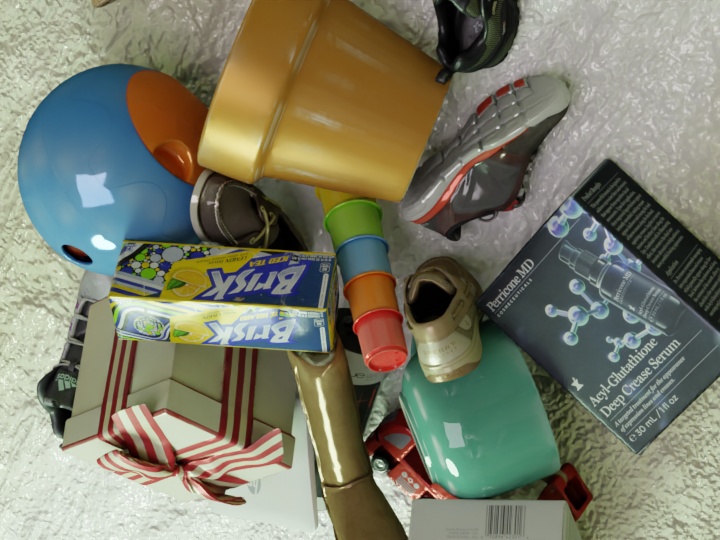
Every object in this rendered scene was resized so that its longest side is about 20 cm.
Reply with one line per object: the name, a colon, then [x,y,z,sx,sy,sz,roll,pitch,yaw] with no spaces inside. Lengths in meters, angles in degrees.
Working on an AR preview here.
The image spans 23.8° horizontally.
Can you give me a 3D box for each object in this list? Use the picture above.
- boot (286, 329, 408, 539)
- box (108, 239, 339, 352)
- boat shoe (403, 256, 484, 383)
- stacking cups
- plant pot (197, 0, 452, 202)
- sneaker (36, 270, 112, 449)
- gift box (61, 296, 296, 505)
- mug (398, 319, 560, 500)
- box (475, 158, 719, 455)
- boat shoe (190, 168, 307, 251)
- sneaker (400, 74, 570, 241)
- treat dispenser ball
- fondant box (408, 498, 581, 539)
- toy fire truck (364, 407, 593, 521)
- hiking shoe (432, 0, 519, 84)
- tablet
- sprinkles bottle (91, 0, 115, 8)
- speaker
boot: [-0.016,0.164,1.572,0.175,0.066,0.201,-135,29,-57]
box: [-0.120,0.023,1.537,0.198,0.070,0.065,3,140,7]
boat shoe: [0.073,0.026,1.530,0.071,0.200,0.065,-22,113,7]
stacking cups: [0.000,0.000,1.561,0.060,0.060,0.201,-36,49,34]
plant pot: [-0.024,-0.152,1.515,0.182,0.200,0.201,23,121,0]
sneaker: [-0.289,0.095,1.773,0.077,0.140,0.201,12,116,22]
gift box: [-0.166,0.115,1.642,0.184,0.188,0.199,25,147,-33]
mug: [0.099,0.126,1.575,0.114,0.185,0.153,-22,117,-3]
box: [0.231,0.031,1.501,0.200,0.107,0.149,43,124,6]
boat shoe: [-0.102,-0.041,1.603,0.059,0.200,0.072,20,78,21]
sneaker: [0.126,-0.098,1.536,0.082,0.077,0.200,35,128,-23]
treat dispenser ball: [-0.226,-0.095,1.624,0.200,0.201,0.202,10,115,23]
fondant box: [0.134,0.272,1.598,0.143,0.059,0.200,-1,153,14]
toy fire truck: [0.112,0.196,1.667,0.200,0.049,0.141,45,123,4]
hiking shoe: [0.106,-0.257,1.445,0.075,0.101,0.201,16,117,20]
tablet: [-0.105,0.191,1.730,0.199,0.014,0.131,-1,93,55]
sprinkles bottle: [-0.273,-0.352,1.619,0.068,0.068,0.201,-24,99,33]
speaker: [-0.029,0.137,1.696,0.081,0.081,0.201,27,120,14]
